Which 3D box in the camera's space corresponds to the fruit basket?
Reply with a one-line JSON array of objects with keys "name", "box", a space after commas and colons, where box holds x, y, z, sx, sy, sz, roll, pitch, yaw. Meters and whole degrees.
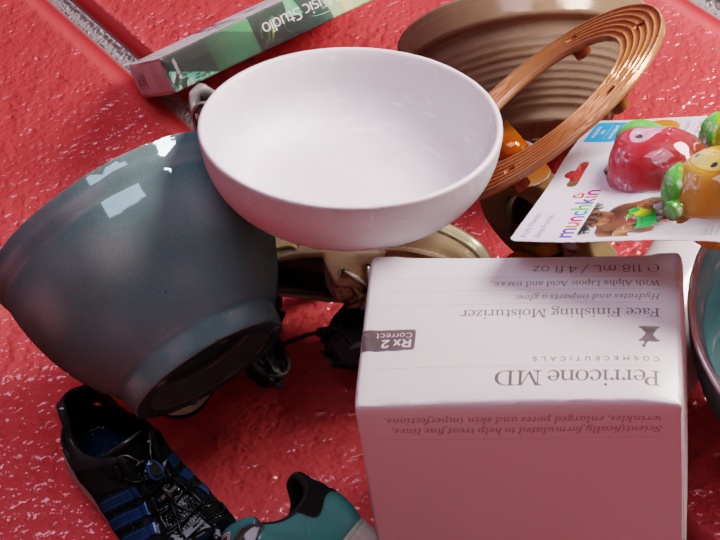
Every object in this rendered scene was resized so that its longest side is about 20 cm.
[{"name": "fruit basket", "box": [0.213, -0.067, 1.231, 0.200, 0.094, 0.185, 5, 30, 24]}]

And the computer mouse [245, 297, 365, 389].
[{"name": "computer mouse", "box": [0.010, 0.039, 1.458, 0.200, 0.046, 0.140, -13, 29, -3]}]

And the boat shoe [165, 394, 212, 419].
[{"name": "boat shoe", "box": [-0.118, 0.024, 1.486, 0.072, 0.068, 0.200, 5, 62, 5]}]

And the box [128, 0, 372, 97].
[{"name": "box", "box": [-0.090, -0.203, 1.666, 0.200, 0.036, 0.144, -28, 11, -13]}]

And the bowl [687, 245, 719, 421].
[{"name": "bowl", "box": [0.302, 0.051, 1.303, 0.200, 0.105, 0.201, 2, 65, -5]}]

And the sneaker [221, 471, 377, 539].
[{"name": "sneaker", "box": [-0.075, 0.211, 1.265, 0.080, 0.071, 0.200, 44, 54, 3]}]

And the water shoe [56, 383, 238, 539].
[{"name": "water shoe", "box": [-0.148, 0.152, 1.352, 0.071, 0.079, 0.200, -38, 50, -23]}]

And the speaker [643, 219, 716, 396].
[{"name": "speaker", "box": [0.234, 0.011, 1.401, 0.081, 0.081, 0.200, 18, 52, 28]}]

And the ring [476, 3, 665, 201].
[{"name": "ring", "box": [0.129, -0.111, 1.352, 0.200, 0.019, 0.200, -36, 18, 14]}]

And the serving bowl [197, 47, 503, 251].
[{"name": "serving bowl", "box": [-0.006, -0.071, 1.303, 0.200, 0.066, 0.200, -1, 36, 0]}]

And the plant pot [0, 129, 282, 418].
[{"name": "plant pot", "box": [-0.136, 0.017, 1.356, 0.200, 0.200, 0.134, -29, 76, -15]}]

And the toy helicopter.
[{"name": "toy helicopter", "box": [0.146, -0.053, 1.400, 0.079, 0.132, 0.200, -40, 10, -25]}]

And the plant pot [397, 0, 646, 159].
[{"name": "plant pot", "box": [0.131, -0.141, 1.522, 0.200, 0.201, 0.093, -8, 75, 6]}]

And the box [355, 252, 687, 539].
[{"name": "box", "box": [0.108, 0.101, 1.254, 0.199, 0.200, 0.131, -1, 46, 8]}]

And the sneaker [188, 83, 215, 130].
[{"name": "sneaker", "box": [-0.073, -0.089, 1.545, 0.200, 0.116, 0.075, 31, 59, 35]}]

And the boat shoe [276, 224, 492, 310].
[{"name": "boat shoe", "box": [0.000, 0.000, 1.418, 0.200, 0.072, 0.065, 8, 48, 27]}]
